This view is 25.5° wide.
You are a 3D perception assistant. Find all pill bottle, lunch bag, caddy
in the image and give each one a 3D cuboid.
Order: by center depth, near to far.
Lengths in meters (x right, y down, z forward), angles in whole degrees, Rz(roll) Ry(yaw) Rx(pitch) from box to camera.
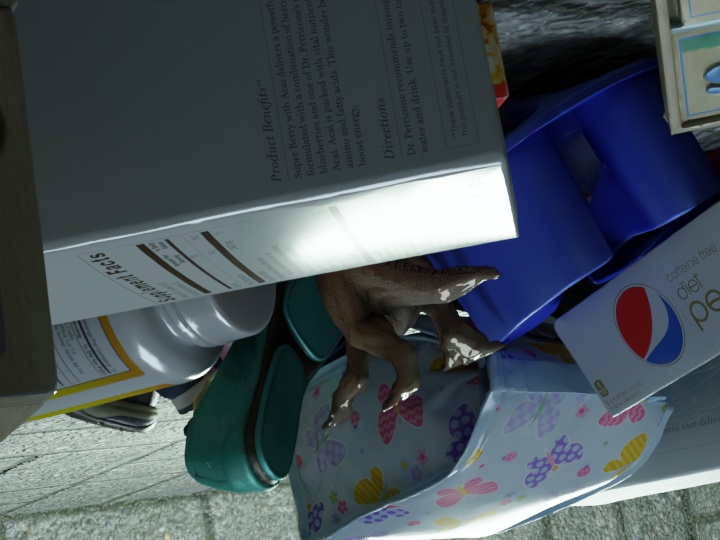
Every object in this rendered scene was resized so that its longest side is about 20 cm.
[{"bbox_3d":[0.101,-0.041,0.837,0.141,0.105,0.200,-32,172,-12],"label":"caddy"},{"bbox_3d":[-0.151,0.021,0.904,0.199,0.110,0.109,-15,167,26],"label":"pill bottle"},{"bbox_3d":[0.073,0.092,0.995,0.169,0.128,0.200,5,156,-39],"label":"lunch bag"}]

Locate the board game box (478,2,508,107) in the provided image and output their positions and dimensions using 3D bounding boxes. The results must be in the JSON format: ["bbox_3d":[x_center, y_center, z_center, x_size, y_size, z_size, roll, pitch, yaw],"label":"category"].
[{"bbox_3d":[-0.050,-0.066,0.723,0.199,0.047,0.152,-8,169,-12],"label":"board game box"}]

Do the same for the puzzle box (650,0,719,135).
[{"bbox_3d":[0.210,-0.118,0.614,0.199,0.026,0.133,-11,146,10],"label":"puzzle box"}]

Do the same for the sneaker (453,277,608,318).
[{"bbox_3d":[0.104,-0.009,1.006,0.199,0.082,0.073,8,-174,-2],"label":"sneaker"}]

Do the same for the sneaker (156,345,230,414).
[{"bbox_3d":[-0.088,0.018,1.060,0.200,0.082,0.070,-41,-171,31],"label":"sneaker"}]

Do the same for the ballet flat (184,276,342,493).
[{"bbox_3d":[-0.058,0.048,0.931,0.070,0.200,0.067,-9,128,26],"label":"ballet flat"}]

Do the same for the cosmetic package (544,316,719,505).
[{"bbox_3d":[0.197,0.048,1.094,0.199,0.201,0.123,-18,163,35],"label":"cosmetic package"}]

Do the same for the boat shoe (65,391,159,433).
[{"bbox_3d":[-0.229,0.056,1.112,0.199,0.074,0.074,22,167,-29],"label":"boat shoe"}]

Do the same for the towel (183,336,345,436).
[{"bbox_3d":[-0.035,0.061,1.093,0.200,0.049,0.112,-42,-178,-8],"label":"towel"}]

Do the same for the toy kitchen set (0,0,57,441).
[{"bbox_3d":[-0.172,-0.054,0.349,0.199,0.181,0.163,-3,166,-25],"label":"toy kitchen set"}]

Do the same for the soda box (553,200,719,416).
[{"bbox_3d":[0.183,0.003,0.804,0.068,0.064,0.200,-28,170,-34],"label":"soda box"}]

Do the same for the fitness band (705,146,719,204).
[{"bbox_3d":[0.281,-0.070,0.846,0.199,0.038,0.144,-10,-165,17],"label":"fitness band"}]

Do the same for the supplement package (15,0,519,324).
[{"bbox_3d":[-0.054,-0.061,0.555,0.199,0.122,0.120,-10,169,6],"label":"supplement package"}]

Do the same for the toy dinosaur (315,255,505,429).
[{"bbox_3d":[0.000,0.000,0.820,0.086,0.136,0.200,-26,178,-16],"label":"toy dinosaur"}]
